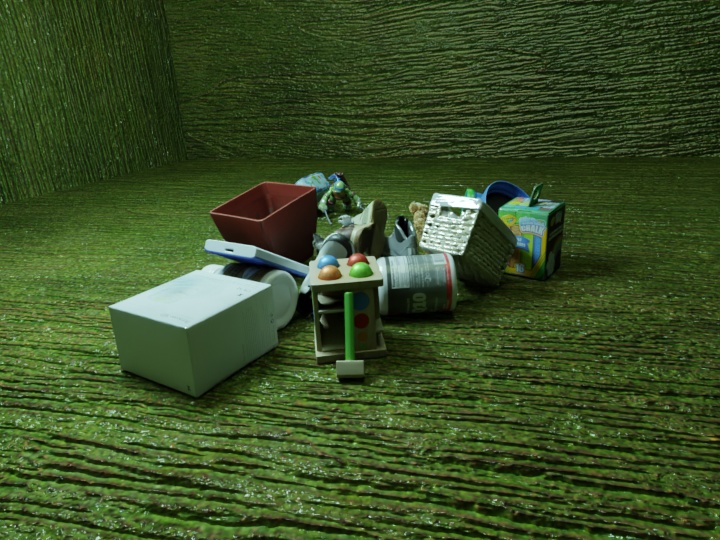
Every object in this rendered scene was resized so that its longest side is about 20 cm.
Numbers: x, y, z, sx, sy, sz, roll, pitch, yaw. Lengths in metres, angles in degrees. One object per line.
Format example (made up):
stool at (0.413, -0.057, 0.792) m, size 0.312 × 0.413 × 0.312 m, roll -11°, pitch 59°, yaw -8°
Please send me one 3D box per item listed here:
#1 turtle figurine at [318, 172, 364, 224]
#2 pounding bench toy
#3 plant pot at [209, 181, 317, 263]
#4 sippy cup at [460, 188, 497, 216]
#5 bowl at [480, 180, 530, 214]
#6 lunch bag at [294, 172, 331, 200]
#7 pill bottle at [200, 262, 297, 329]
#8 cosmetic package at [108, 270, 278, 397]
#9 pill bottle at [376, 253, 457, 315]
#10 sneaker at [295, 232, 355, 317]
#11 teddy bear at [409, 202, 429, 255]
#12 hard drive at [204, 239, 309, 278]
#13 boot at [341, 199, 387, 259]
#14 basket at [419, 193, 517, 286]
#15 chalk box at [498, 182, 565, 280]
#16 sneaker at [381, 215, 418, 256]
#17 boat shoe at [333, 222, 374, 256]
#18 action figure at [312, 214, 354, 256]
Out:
turtle figurine at (-0.071, -0.223, 1.881) m, size 0.143 × 0.202 × 0.194 m, roll -34°, pitch -1°, yaw -5°
pounding bench toy at (-0.021, 0.069, 0.913) m, size 0.121 × 0.160 × 0.200 m, roll -4°, pitch 19°, yaw -5°
plant pot at (-0.221, -0.096, 1.351) m, size 0.197 × 0.179 × 0.199 m, roll 11°, pitch 36°, yaw 37°
sippy cup at (0.358, -0.157, 1.556) m, size 0.127 × 0.142 × 0.179 m, roll 10°, pitch 32°, yaw 4°
bowl at (0.399, -0.142, 1.435) m, size 0.198 × 0.203 × 0.039 m, roll -17°, pitch -16°, yaw -37°
lunch bag at (-0.199, -0.264, 1.919) m, size 0.160 × 0.083 × 0.200 m, roll -39°, pitch 0°, yaw 28°
pill bottle at (-0.233, 0.045, 1.078) m, size 0.197 × 0.117 × 0.114 m, roll 9°, pitch 22°, yaw 32°
cosmetic package at (-0.283, 0.097, 0.931) m, size 0.196 × 0.126 × 0.199 m, roll 8°, pitch 24°, yaw 31°
pill bottle at (0.086, 0.029, 1.074) m, size 0.195 × 0.117 × 0.114 m, roll -4°, pitch 19°, yaw -1°
sneaker at (-0.071, 0.015, 1.066) m, size 0.073 × 0.202 × 0.080 m, roll 29°, pitch 35°, yaw 4°
teddy bear at (0.165, -0.077, 1.322) m, size 0.066 × 0.203 × 0.145 m, roll -22°, pitch -15°, yaw 1°
hard drive at (-0.198, -0.020, 1.088) m, size 0.130 × 0.026 × 0.199 m, roll 9°, pitch -7°, yaw 30°
boot at (-0.006, -0.077, 1.435) m, size 0.071 × 0.203 × 0.154 m, roll 30°, pitch -34°, yaw -27°
basket at (0.232, -0.062, 1.170) m, size 0.134 × 0.125 × 0.199 m, roll 15°, pitch -13°, yaw 43°
chalk box at (0.397, -0.100, 1.257) m, size 0.122 × 0.205 × 0.124 m, roll 11°, pitch 23°, yaw 35°
sneaker at (0.097, -0.091, 1.409) m, size 0.074 × 0.118 × 0.199 m, roll -12°, pitch 21°, yaw -26°
boat shoe at (-0.015, -0.069, 1.145) m, size 0.070 × 0.074 × 0.200 m, roll 10°, pitch 8°, yaw 10°
action figure at (-0.060, -0.069, 1.324) m, size 0.117 × 0.104 × 0.200 m, roll -29°, pitch 6°, yaw -16°
